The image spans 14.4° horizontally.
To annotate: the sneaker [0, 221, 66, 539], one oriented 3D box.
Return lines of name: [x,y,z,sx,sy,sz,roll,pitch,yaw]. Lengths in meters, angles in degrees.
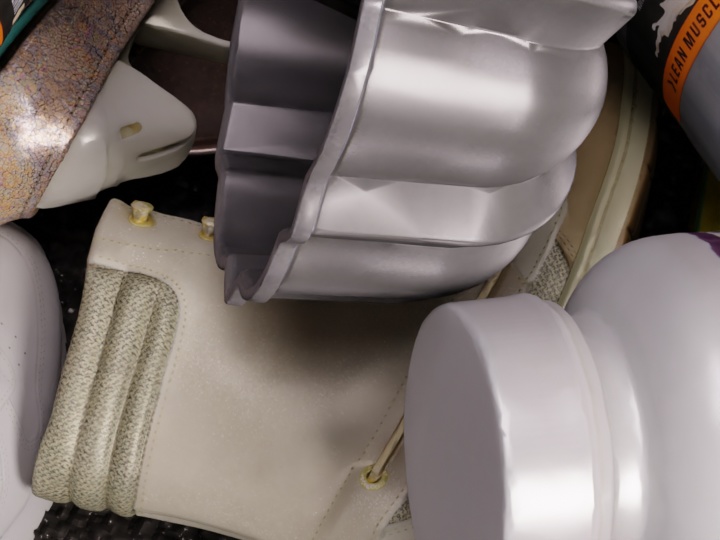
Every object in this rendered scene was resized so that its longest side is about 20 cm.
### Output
sneaker: [-0.135,0.063,0.800,0.076,0.081,0.200,17,61,8]

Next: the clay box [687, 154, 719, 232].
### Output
clay box: [0.168,-0.059,0.895,0.115,0.048,0.200,10,63,3]

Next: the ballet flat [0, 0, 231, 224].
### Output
ballet flat: [-0.067,-0.071,0.846,0.067,0.068,0.200,34,68,-3]

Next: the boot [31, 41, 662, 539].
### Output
boot: [0.000,0.000,0.846,0.154,0.072,0.200,16,63,9]

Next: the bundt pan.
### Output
bundt pan: [0.022,-0.082,0.749,0.076,0.202,0.202,11,61,-12]

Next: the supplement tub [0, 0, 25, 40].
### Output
supplement tub: [-0.151,-0.078,0.723,0.122,0.123,0.200,27,75,11]

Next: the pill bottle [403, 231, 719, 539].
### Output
pill bottle: [0.117,0.044,0.751,0.199,0.112,0.113,-4,62,-16]

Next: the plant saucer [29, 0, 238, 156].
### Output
plant saucer: [-0.059,-0.117,0.924,0.200,0.035,0.201,2,62,-3]

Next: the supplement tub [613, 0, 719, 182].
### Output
supplement tub: [0.115,-0.114,0.830,0.122,0.123,0.200,-25,61,-15]
